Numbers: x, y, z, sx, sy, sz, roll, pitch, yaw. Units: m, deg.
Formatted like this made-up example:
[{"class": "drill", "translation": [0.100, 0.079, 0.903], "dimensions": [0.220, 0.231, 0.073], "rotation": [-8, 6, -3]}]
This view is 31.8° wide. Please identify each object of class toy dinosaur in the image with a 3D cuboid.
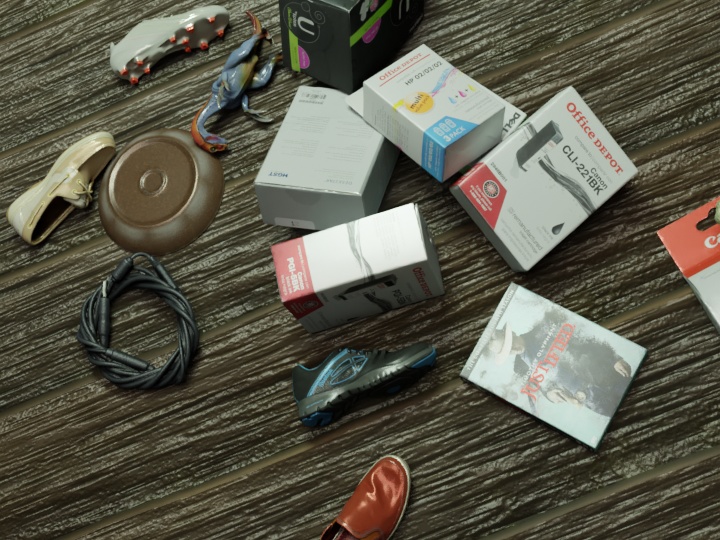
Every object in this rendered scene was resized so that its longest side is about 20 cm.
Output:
[{"class": "toy dinosaur", "translation": [-0.181, -0.262, 1.850], "dimensions": [0.181, 0.105, 0.200], "rotation": [-39, 32, 4]}]

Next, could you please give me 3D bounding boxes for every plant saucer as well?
[{"class": "plant saucer", "translation": [-0.296, -0.122, 1.832], "dimensions": [0.197, 0.037, 0.204], "rotation": [-5, 69, 13]}]

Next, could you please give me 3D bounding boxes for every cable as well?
[{"class": "cable", "translation": [-0.308, 0.081, 1.750], "dimensions": [0.162, 0.051, 0.201], "rotation": [-38, 66, -2]}]

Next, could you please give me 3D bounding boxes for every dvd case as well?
[{"class": "dvd case", "translation": [0.245, 0.120, 1.611], "dimensions": [0.198, 0.022, 0.147], "rotation": [28, 79, 23]}]

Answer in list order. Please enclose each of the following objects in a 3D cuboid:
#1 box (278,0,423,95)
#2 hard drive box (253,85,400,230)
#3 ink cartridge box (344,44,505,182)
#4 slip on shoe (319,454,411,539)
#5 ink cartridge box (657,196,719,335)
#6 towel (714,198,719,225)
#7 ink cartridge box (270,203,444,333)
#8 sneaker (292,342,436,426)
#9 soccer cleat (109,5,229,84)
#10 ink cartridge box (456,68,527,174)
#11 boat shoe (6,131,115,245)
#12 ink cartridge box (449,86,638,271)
[{"class": "box", "translation": [-0.010, -0.375, 1.761], "dimensions": [0.123, 0.150, 0.201], "rotation": [24, 55, 21]}, {"class": "hard drive box", "translation": [-0.038, -0.152, 1.717], "dimensions": [0.153, 0.077, 0.202], "rotation": [8, 49, 17]}, {"class": "ink cartridge box", "translation": [0.081, -0.221, 1.669], "dimensions": [0.115, 0.068, 0.200], "rotation": [-34, 59, -25]}, {"class": "slip on shoe", "translation": [-0.002, 0.319, 1.577], "dimensions": [0.074, 0.061, 0.201], "rotation": [31, 78, 24]}, {"class": "ink cartridge box", "translation": [0.489, -0.011, 1.585], "dimensions": [0.161, 0.057, 0.202], "rotation": [-28, 70, 2]}, {"class": "towel", "translation": [0.553, -0.101, 1.585], "dimensions": [0.147, 0.037, 0.200], "rotation": [31, 65, 32]}, {"class": "ink cartridge box", "translation": [0.000, 0.000, 1.649], "dimensions": [0.197, 0.147, 0.084], "rotation": [-17, 68, 8]}, {"class": "sneaker", "translation": [0.001, 0.128, 1.641], "dimensions": [0.197, 0.073, 0.083], "rotation": [-22, 64, 4]}, {"class": "soccer cleat", "translation": [-0.292, -0.357, 1.904], "dimensions": [0.198, 0.069, 0.078], "rotation": [-27, 62, 6]}, {"class": "ink cartridge box", "translation": [0.164, -0.184, 1.725], "dimensions": [0.199, 0.059, 0.104], "rotation": [38, 82, 23]}, {"class": "boat shoe", "translation": [-0.425, -0.116, 1.845], "dimensions": [0.200, 0.074, 0.069], "rotation": [-43, 67, 6]}, {"class": "ink cartridge box", "translation": [0.238, -0.118, 1.641], "dimensions": [0.199, 0.084, 0.145], "rotation": [-41, 93, -4]}]
